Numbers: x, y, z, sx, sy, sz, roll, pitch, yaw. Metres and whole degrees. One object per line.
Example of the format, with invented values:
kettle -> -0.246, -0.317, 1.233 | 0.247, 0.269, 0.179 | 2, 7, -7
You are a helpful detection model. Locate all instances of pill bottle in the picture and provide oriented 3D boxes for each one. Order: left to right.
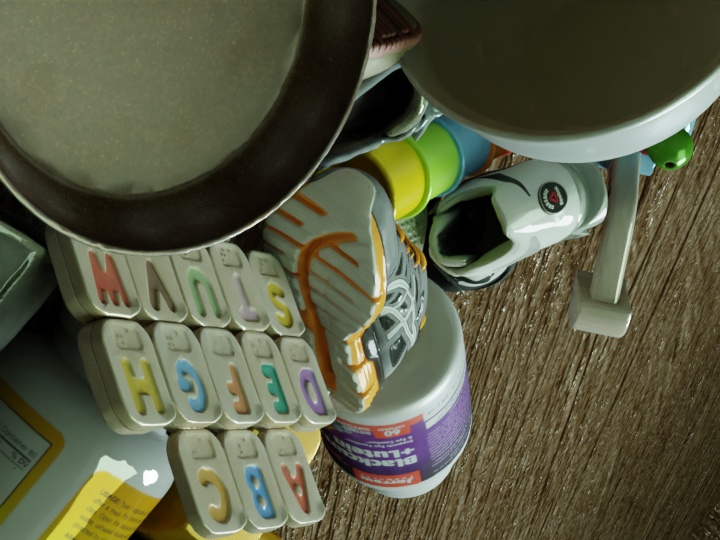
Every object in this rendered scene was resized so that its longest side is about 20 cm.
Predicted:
pill bottle -> -0.161, 0.102, 0.750 | 0.200, 0.113, 0.113 | -51, 157, -3
pill bottle -> 0.021, 0.087, 1.074 | 0.111, 0.111, 0.200 | -45, 156, -15

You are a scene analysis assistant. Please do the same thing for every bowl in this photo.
bowl -> 0.120, -0.131, 0.809 | 0.201, 0.201, 0.090 | -48, 147, -10

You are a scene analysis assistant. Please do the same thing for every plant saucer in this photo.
plant saucer -> -0.079, -0.106, 0.610 | 0.200, 0.034, 0.201 | -13, 112, -37

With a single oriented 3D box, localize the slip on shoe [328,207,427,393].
slip on shoe -> -0.026, 0.018, 0.961 | 0.074, 0.061, 0.200 | 43, 72, -36

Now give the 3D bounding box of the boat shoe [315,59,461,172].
boat shoe -> 0.005, -0.091, 0.838 | 0.202, 0.065, 0.075 | -17, 140, -53

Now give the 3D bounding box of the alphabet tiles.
alphabet tiles -> -0.073, 0.028, 0.727 | 0.015, 0.196, 0.200 | -25, 165, 21

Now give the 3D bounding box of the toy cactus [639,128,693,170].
toy cactus -> 0.139, -0.152, 0.928 | 0.165, 0.200, 0.102 | -18, -174, 37

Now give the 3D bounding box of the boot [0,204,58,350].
boot -> -0.215, 0.053, 0.630 | 0.200, 0.073, 0.182 | -47, 172, 5

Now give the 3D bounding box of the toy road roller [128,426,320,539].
toy road roller -> -0.092, 0.149, 0.855 | 0.146, 0.123, 0.200 | 45, 72, -40

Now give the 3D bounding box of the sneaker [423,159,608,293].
sneaker -> 0.070, -0.026, 1.009 | 0.088, 0.074, 0.200 | -19, 172, -27

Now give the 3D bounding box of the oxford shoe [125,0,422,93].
oxford shoe -> -0.056, -0.095, 0.725 | 0.200, 0.070, 0.075 | -15, 142, -40

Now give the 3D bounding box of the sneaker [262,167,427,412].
sneaker -> 0.000, 0.000, 0.852 | 0.077, 0.078, 0.200 | -42, 159, -22

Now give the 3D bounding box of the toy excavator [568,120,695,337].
toy excavator -> 0.173, -0.085, 1.005 | 0.200, 0.100, 0.195 | -75, 177, -45

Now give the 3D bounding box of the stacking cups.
stacking cups -> 0.049, -0.077, 0.966 | 0.200, 0.060, 0.061 | -32, 151, -51
